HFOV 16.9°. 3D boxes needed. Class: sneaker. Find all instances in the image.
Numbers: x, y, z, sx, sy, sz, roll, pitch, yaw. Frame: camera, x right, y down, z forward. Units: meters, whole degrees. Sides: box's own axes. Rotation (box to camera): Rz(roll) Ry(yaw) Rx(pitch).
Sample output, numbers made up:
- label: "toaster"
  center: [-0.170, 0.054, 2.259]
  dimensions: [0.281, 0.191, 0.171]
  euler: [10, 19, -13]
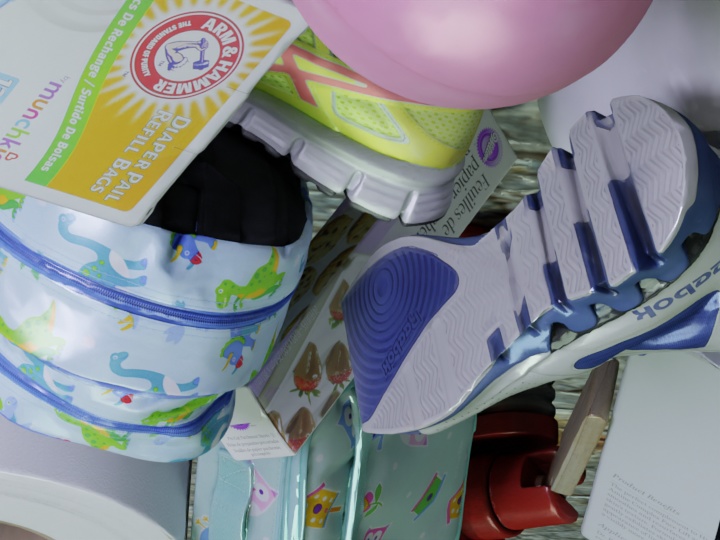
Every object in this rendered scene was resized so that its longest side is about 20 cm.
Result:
- label: "sneaker"
  center: [-0.036, -0.100, 0.909]
  dimensions: [0.199, 0.091, 0.078]
  euler: [26, -156, -16]
- label: "sneaker"
  center: [0.091, 0.011, 0.905]
  dimensions: [0.115, 0.081, 0.199]
  euler: [12, 149, -37]

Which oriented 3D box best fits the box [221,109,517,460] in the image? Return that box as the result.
- label: "box"
  center: [0.000, 0.000, 1.031]
  dimensions: [0.041, 0.200, 0.039]
  euler: [-8, 124, 45]

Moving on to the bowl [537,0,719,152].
- label: "bowl"
  center: [0.173, -0.065, 0.940]
  dimensions: [0.199, 0.075, 0.200]
  euler: [6, 166, -9]

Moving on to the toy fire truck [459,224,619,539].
- label: "toy fire truck"
  center: [0.073, 0.057, 1.238]
  dimensions: [0.199, 0.177, 0.128]
  euler: [-10, 159, 37]

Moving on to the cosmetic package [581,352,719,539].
- label: "cosmetic package"
  center: [0.174, 0.078, 1.150]
  dimensions: [0.101, 0.074, 0.200]
  euler: [29, 147, 14]

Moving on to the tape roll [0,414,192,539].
- label: "tape roll"
  center: [-0.175, 0.069, 1.108]
  dimensions: [0.201, 0.140, 0.203]
  euler: [2, 151, 1]

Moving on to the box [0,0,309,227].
- label: "box"
  center: [-0.129, -0.107, 0.755]
  dimensions: [0.199, 0.102, 0.113]
  euler: [18, 128, -39]

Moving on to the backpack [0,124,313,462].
- label: "backpack"
  center: [-0.092, -0.016, 0.945]
  dimensions: [0.162, 0.155, 0.200]
  euler: [20, -177, -20]

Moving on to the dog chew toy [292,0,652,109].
- label: "dog chew toy"
  center: [0.052, -0.126, 0.675]
  dimensions: [0.124, 0.125, 0.200]
  euler: [11, 156, -21]

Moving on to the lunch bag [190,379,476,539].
- label: "lunch bag"
  center: [-0.014, 0.102, 1.116]
  dimensions: [0.077, 0.201, 0.160]
  euler: [22, -144, 25]

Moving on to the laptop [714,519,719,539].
- label: "laptop"
  center: [0.251, 0.033, 0.969]
  dimensions: [0.199, 0.104, 0.177]
  euler: [-8, 166, -30]
